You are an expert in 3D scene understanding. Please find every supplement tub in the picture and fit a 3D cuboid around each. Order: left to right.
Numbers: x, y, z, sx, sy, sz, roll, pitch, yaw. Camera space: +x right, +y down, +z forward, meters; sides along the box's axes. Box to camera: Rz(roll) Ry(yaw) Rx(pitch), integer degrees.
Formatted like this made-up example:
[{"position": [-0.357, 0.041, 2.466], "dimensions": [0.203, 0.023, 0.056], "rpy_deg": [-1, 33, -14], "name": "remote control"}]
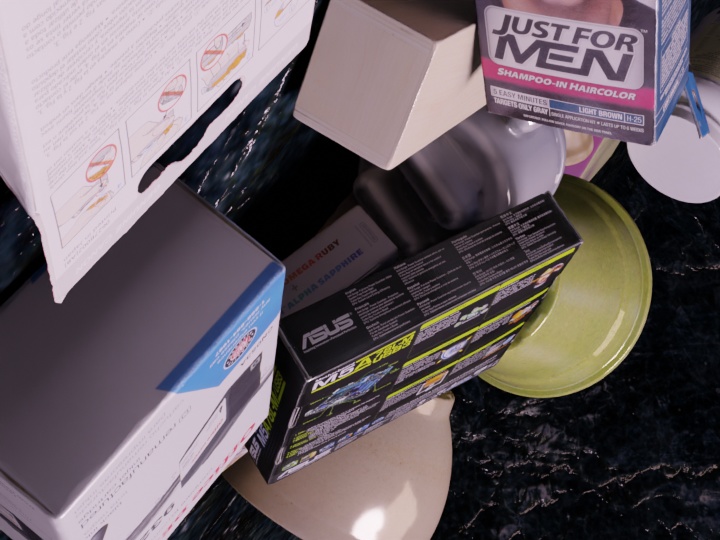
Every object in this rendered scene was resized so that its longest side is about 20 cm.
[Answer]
[{"position": [0.399, -0.187, 1.332], "dimensions": [0.200, 0.144, 0.145], "rpy_deg": [-49, 168, -27], "name": "supplement tub"}]

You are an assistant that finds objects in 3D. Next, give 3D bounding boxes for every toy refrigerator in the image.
[{"position": [0.041, -0.132, 0.682], "dimensions": [0.200, 0.070, 0.076], "rpy_deg": [-40, 157, -56], "name": "toy refrigerator"}]

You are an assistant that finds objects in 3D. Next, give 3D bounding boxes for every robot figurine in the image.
[{"position": [0.073, -0.073, 0.819], "dimensions": [0.169, 0.114, 0.200], "rpy_deg": [-33, -179, 34], "name": "robot figurine"}]

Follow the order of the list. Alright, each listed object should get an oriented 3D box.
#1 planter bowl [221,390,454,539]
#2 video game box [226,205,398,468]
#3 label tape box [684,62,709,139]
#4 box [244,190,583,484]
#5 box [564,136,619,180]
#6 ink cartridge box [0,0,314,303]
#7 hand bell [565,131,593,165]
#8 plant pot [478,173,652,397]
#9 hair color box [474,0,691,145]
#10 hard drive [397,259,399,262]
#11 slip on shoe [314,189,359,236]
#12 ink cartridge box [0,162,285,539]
[{"position": [-0.005, 0.129, 0.964], "dimensions": [0.136, 0.199, 0.200], "rpy_deg": [-61, 168, 8], "name": "planter bowl"}, {"position": [-0.061, 0.060, 0.798], "dimensions": [0.182, 0.047, 0.200], "rpy_deg": [-40, 165, -15], "name": "video game box"}, {"position": [0.167, -0.176, 0.761], "dimensions": [0.063, 0.202, 0.144], "rpy_deg": [-13, -177, 20], "name": "label tape box"}, {"position": [0.026, 0.048, 0.760], "dimensions": [0.199, 0.048, 0.194], "rpy_deg": [-25, 158, -21], "name": "box"}, {"position": [0.257, -0.187, 1.365], "dimensions": [0.176, 0.096, 0.201], "rpy_deg": [-45, 165, -41], "name": "box"}, {"position": [-0.069, -0.096, 0.386], "dimensions": [0.161, 0.050, 0.200], "rpy_deg": [-50, 172, -25], "name": "ink cartridge box"}, {"position": [0.190, -0.209, 1.108], "dimensions": [0.104, 0.103, 0.201], "rpy_deg": [-44, 152, -43], "name": "hand bell"}, {"position": [0.125, 0.005, 0.987], "dimensions": [0.201, 0.200, 0.184], "rpy_deg": [-56, 157, 11], "name": "plant pot"}, {"position": [0.106, -0.162, 0.576], "dimensions": [0.061, 0.099, 0.201], "rpy_deg": [-56, 148, -34], "name": "hair color box"}, {"position": [0.077, -0.101, 0.993], "dimensions": [0.201, 0.042, 0.135], "rpy_deg": [-52, 169, -11], "name": "hard drive"}, {"position": [0.000, 0.000, 0.924], "dimensions": [0.076, 0.060, 0.200], "rpy_deg": [-50, 169, -19], "name": "slip on shoe"}, {"position": [-0.114, 0.066, 0.574], "dimensions": [0.145, 0.083, 0.200], "rpy_deg": [-50, 169, -24], "name": "ink cartridge box"}]
